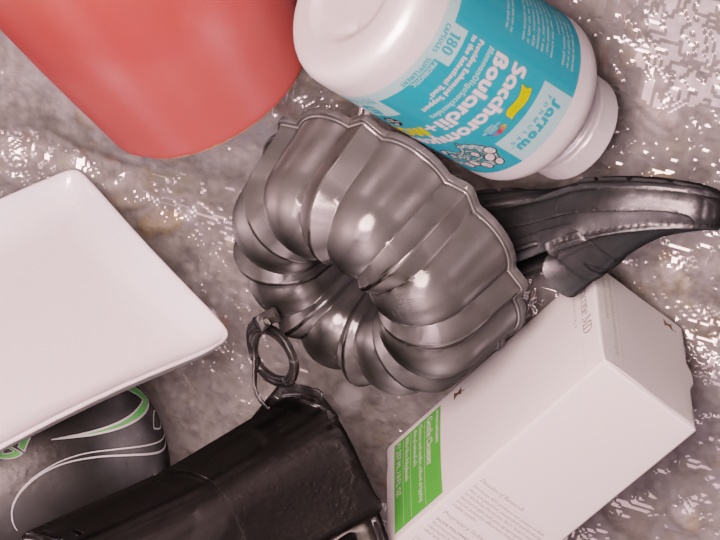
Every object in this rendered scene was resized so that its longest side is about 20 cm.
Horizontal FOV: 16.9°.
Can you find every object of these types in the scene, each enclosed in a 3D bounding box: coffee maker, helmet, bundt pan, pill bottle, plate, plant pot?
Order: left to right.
[{"bbox_3d":[-0.216,0.033,1.534,0.200,0.199,0.032,44,147,37],"label":"plate"},{"bbox_3d":[-0.219,0.134,1.597,0.200,0.190,0.201,35,141,34],"label":"helmet"},{"bbox_3d":[-0.129,-0.178,1.455,0.200,0.201,0.178,-13,132,21],"label":"plant pot"},{"bbox_3d":[-0.105,0.160,1.499,0.192,0.200,0.135,60,153,10],"label":"coffee maker"},{"bbox_3d":[0.000,0.000,1.494,0.202,0.076,0.202,30,149,20],"label":"bundt pan"},{"bbox_3d":[0.064,-0.123,1.425,0.200,0.111,0.111,27,123,-39],"label":"pill bottle"}]

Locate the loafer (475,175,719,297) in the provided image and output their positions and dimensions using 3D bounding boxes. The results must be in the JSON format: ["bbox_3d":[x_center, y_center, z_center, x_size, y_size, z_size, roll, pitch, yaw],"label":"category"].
[{"bbox_3d":[0.134,-0.019,1.484,0.200,0.068,0.071,-6,82,36],"label":"loafer"}]

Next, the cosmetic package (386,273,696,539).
[{"bbox_3d":[0.111,0.106,1.525,0.085,0.108,0.200,35,117,-21],"label":"cosmetic package"}]
